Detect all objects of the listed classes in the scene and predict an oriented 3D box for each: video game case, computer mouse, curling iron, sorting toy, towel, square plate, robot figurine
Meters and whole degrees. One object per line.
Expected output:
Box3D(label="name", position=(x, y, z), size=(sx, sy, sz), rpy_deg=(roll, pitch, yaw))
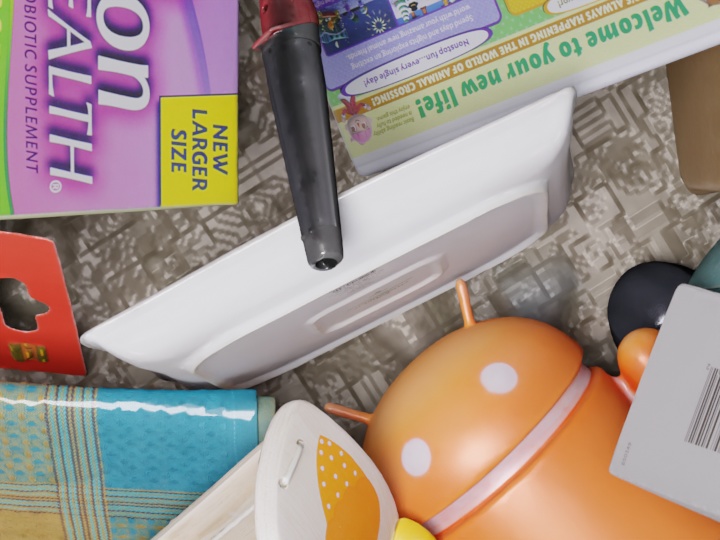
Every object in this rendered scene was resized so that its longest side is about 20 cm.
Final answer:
Box3D(label="video game case", position=(0.043, -0.147, 0.816), size=(0.200, 0.022, 0.182), rpy_deg=(-19, 95, 39))
Box3D(label="computer mouse", position=(0.191, 0.066, 0.961), size=(0.200, 0.034, 0.059), rpy_deg=(36, 92, -4))
Box3D(label="curling iron", position=(-0.026, -0.093, 0.792), size=(0.026, 0.050, 0.200), rpy_deg=(-2, 67, -8))
Box3D(label="sorting toy", position=(-0.055, 0.182, 0.849), size=(0.107, 0.180, 0.200), rpy_deg=(31, 136, -18))
Box3D(label="towel", position=(-0.135, 0.094, 0.920), size=(0.200, 0.022, 0.147), rpy_deg=(4, 137, 0))
Box3D(label="square plate", position=(0.000, 0.000, 0.869), size=(0.200, 0.198, 0.028), rpy_deg=(-27, 82, 1))
Box3D(label="robot figurine", position=(0.080, 0.103, 0.920), size=(0.200, 0.117, 0.144), rpy_deg=(47, 136, -4))

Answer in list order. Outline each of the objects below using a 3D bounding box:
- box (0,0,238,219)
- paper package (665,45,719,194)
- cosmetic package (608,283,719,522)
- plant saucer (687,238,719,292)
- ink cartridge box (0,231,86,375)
Box3D(label="box", position=(-0.153, -0.111, 0.825), size=(0.200, 0.097, 0.176), rpy_deg=(-4, 101, -27))
Box3D(label="paper package", position=(0.177, -0.131, 0.866), size=(0.103, 0.191, 0.200), rpy_deg=(-8, 93, -1))
Box3D(label="cosmetic package", position=(0.207, 0.083, 0.862), size=(0.200, 0.108, 0.085), rpy_deg=(23, 86, -40))
Box3D(label="plant saucer", position=(0.228, -0.012, 0.875), size=(0.200, 0.200, 0.036), rpy_deg=(-3, 86, -1))
Box3D(label="ink cartridge box", position=(-0.218, 0.029, 0.885), size=(0.200, 0.160, 0.047), rpy_deg=(4, 68, -1))
